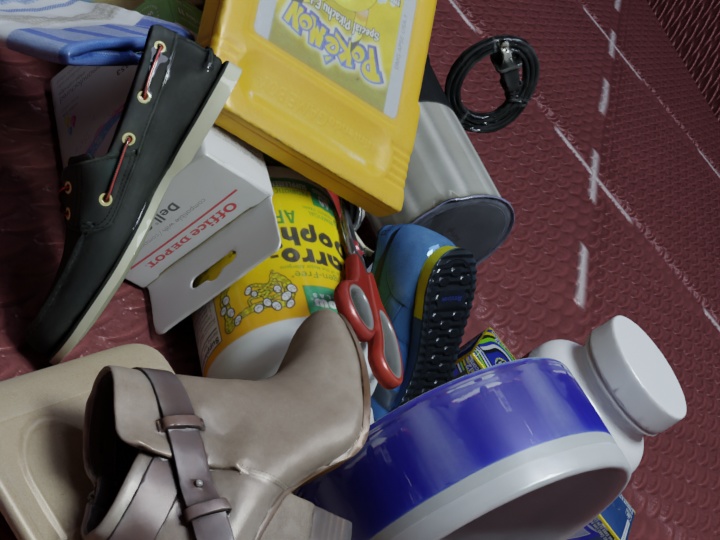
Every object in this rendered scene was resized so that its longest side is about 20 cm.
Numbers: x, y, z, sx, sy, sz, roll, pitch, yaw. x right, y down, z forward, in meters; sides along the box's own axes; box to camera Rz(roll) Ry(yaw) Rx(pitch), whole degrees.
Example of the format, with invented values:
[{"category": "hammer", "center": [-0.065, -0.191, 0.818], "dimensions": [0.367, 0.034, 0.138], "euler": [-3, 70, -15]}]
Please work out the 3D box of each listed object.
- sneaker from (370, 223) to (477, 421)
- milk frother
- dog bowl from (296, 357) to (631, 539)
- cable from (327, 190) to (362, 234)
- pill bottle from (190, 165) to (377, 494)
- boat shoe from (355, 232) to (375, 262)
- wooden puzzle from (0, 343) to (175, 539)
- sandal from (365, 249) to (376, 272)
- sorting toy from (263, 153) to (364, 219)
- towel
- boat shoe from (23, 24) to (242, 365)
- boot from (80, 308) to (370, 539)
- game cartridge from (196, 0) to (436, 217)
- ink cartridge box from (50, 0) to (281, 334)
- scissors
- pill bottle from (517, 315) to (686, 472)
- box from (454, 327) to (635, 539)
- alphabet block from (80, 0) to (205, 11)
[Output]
[{"category": "sneaker", "center": [0.018, 0.066, 0.990], "dimensions": [0.078, 0.201, 0.066], "euler": [21, 11, 37]}, {"category": "milk frother", "center": [0.086, -0.105, 1.250], "dimensions": [0.188, 0.200, 0.181], "euler": [65, 9, 29]}, {"category": "dog bowl", "center": [0.062, 0.140, 0.892], "dimensions": [0.200, 0.200, 0.079], "euler": [13, 43, -56]}, {"category": "cable", "center": [-0.050, -0.093, 1.011], "dimensions": [0.200, 0.050, 0.097], "euler": [45, 39, -45]}, {"category": "pill bottle", "center": [-0.051, 0.038, 0.932], "dimensions": [0.113, 0.113, 0.200], "euler": [30, 33, -41]}, {"category": "boat shoe", "center": [-0.006, 0.008, 1.122], "dimensions": [0.200, 0.063, 0.071], "euler": [51, 22, -9]}, {"category": "wooden puzzle", "center": [-0.120, 0.137, 0.763], "dimensions": [0.200, 0.046, 0.185], "euler": [52, 23, 10]}, {"category": "sandal", "center": [0.009, 0.037, 1.052], "dimensions": [0.076, 0.043, 0.200], "euler": [44, 51, -16]}, {"category": "sorting toy", "center": [-0.058, -0.124, 1.173], "dimensions": [0.180, 0.107, 0.200], "euler": [54, 3, -41]}, {"category": "towel", "center": [-0.216, -0.161, 0.877], "dimensions": [0.199, 0.024, 0.147], "euler": [20, 17, 21]}, {"category": "boat shoe", "center": [-0.141, -0.043, 0.823], "dimensions": [0.063, 0.202, 0.074], "euler": [28, -4, -13]}, {"category": "boot", "center": [-0.072, 0.081, 0.756], "dimensions": [0.146, 0.070, 0.200], "euler": [23, 43, -27]}, {"category": "game cartridge", "center": [-0.023, -0.159, 0.948], "dimensions": [0.176, 0.032, 0.201], "euler": [28, 61, -38]}, {"category": "ink cartridge box", "center": [-0.129, -0.073, 0.933], "dimensions": [0.067, 0.117, 0.200], "euler": [32, 31, -45]}, {"category": "scissors", "center": [0.000, 0.000, 0.933], "dimensions": [0.073, 0.014, 0.200], "euler": [54, 14, -28]}, {"category": "pill bottle", "center": [0.129, 0.121, 1.039], "dimensions": [0.112, 0.200, 0.112], "euler": [41, 26, -25]}, {"category": "box", "center": [0.134, 0.150, 1.171], "dimensions": [0.200, 0.070, 0.064], "euler": [51, 26, -4]}, {"category": "alphabet block", "center": [-0.120, -0.294, 1.042], "dimensions": [0.199, 0.196, 0.197], "euler": [1, 36, -25]}]
